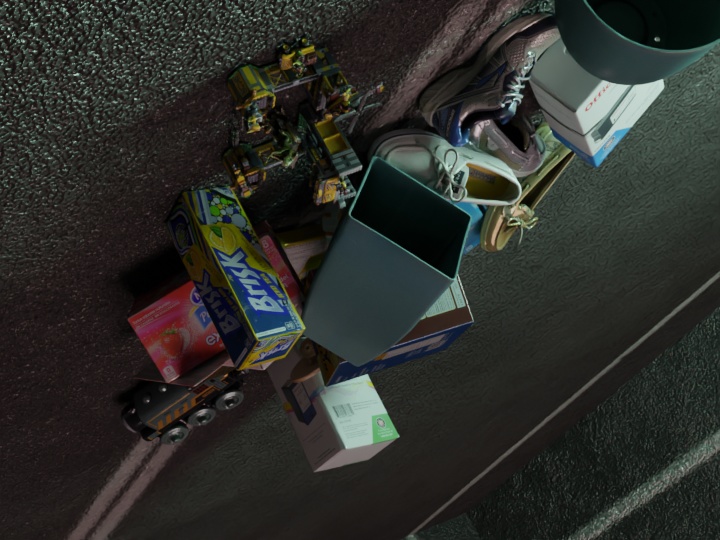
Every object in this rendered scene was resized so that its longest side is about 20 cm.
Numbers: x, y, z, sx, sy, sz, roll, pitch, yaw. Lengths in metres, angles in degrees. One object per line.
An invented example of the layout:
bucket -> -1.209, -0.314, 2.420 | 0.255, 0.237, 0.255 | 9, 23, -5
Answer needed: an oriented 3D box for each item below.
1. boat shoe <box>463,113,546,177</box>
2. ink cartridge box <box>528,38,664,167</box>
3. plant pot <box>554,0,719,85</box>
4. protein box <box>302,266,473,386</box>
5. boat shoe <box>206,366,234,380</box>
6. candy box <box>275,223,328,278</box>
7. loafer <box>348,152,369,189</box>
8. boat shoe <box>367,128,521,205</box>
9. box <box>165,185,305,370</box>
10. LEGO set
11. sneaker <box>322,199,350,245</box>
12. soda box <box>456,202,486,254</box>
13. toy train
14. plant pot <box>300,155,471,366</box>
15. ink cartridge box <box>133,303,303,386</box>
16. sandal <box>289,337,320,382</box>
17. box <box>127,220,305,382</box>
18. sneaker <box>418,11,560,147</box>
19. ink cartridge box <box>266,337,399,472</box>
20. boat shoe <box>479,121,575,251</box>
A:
boat shoe -> 0.192, -0.175, 1.438 | 0.065, 0.075, 0.200 | -38, 151, 31
ink cartridge box -> 0.302, -0.238, 1.383 | 0.145, 0.084, 0.200 | -49, 156, 2
plant pot -> 0.297, -0.293, 1.171 | 0.198, 0.203, 0.161 | -26, 171, -10
protein box -> 0.031, 0.059, 1.560 | 0.197, 0.137, 0.199 | -16, 168, -11
boat shoe -> -0.169, 0.093, 1.552 | 0.199, 0.067, 0.072 | -24, 162, -27
candy box -> -0.048, -0.031, 1.498 | 0.198, 0.027, 0.103 | -14, 150, -36
loafer -> 0.068, -0.084, 1.399 | 0.198, 0.072, 0.063 | 25, 109, -29
boat shoe -> 0.109, -0.114, 1.331 | 0.199, 0.086, 0.076 | 15, 108, -22
box -> -0.142, 0.006, 1.222 | 0.069, 0.202, 0.065 | -11, 151, -38
LEGO set -> -0.064, -0.129, 1.144 | 0.152, 0.117, 0.201 | -18, 155, -27
sneaker -> 0.000, 0.000, 1.426 | 0.077, 0.204, 0.077 | -4, -171, 11
soda box -> 0.129, -0.087, 1.552 | 0.067, 0.065, 0.200 | -35, 158, 12
toy train -> -0.261, 0.183, 1.620 | 0.198, 0.086, 0.114 | -33, 146, 11
plant pot -> 0.014, 0.005, 1.301 | 0.201, 0.140, 0.142 | -55, -172, 35
ink cartridge box -> -0.177, 0.103, 1.395 | 0.176, 0.045, 0.199 | -41, -160, -27
sandal -> -0.049, 0.088, 1.717 | 0.211, 0.070, 0.077 | -37, -160, -33
box -> -0.175, 0.035, 1.339 | 0.198, 0.096, 0.103 | -30, -166, 1
sneaker -> 0.168, -0.219, 1.293 | 0.199, 0.086, 0.077 | -39, 157, 17
ink cartridge box -> -0.047, 0.212, 1.785 | 0.087, 0.202, 0.144 | -39, 157, 33
boat shoe -> 0.236, -0.110, 1.552 | 0.202, 0.062, 0.073 | -62, 156, 11
